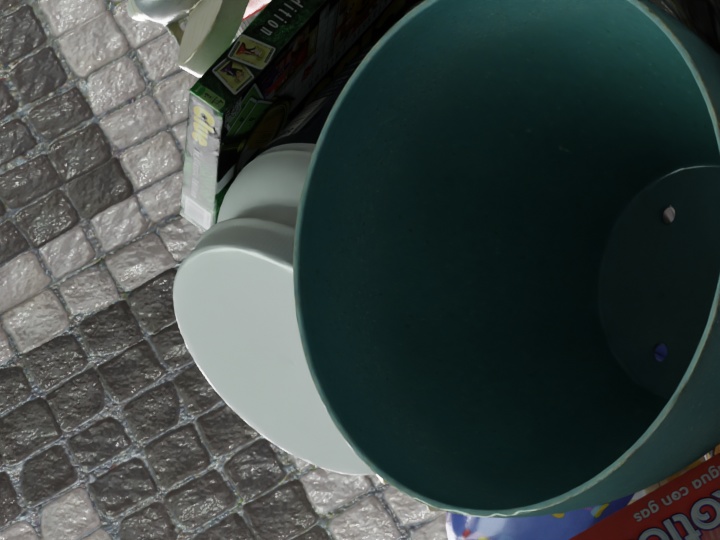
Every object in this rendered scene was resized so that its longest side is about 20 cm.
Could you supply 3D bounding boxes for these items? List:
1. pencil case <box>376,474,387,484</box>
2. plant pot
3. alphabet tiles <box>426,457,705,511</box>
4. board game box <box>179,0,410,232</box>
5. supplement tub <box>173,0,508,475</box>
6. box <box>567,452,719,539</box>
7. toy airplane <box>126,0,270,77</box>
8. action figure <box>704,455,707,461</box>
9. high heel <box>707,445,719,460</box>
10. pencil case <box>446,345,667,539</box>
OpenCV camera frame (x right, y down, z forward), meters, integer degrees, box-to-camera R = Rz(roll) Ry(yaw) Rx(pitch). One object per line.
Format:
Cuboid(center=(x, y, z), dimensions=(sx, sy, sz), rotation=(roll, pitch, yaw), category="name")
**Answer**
Cuboid(center=(0.000, 0.000, 1.364), dimensions=(0.201, 0.090, 0.083), rotation=(62, 146, 10), category="pencil case")
Cuboid(center=(0.093, -0.003, 1.107), dimensions=(0.134, 0.200, 0.200), rotation=(12, -141, -48), category="plant pot")
Cuboid(center=(0.089, 0.067, 1.456), dimensions=(0.006, 0.166, 0.201), rotation=(-62, -40, -47), category="alphabet tiles")
Cuboid(center=(-0.009, -0.112, 1.267), dimensions=(0.023, 0.200, 0.105), rotation=(35, 155, 10), category="board game box")
Cuboid(center=(0.027, -0.023, 1.255), dimensions=(0.140, 0.200, 0.141), rotation=(27, 144, 22), category="supplement tub")
Cuboid(center=(0.142, 0.132, 1.098), dimensions=(0.095, 0.199, 0.103), rotation=(59, 175, 25), category="box")
Cuboid(center=(-0.046, -0.194, 1.305), dimensions=(0.141, 0.200, 0.200), rotation=(18, -166, -4), category="toy airplane")
Cuboid(center=(0.137, 0.177, 1.376), dimensions=(0.149, 0.199, 0.134), rotation=(46, -155, -44), category="action figure")
Cuboid(center=(0.140, 0.118, 1.184), dimensions=(0.071, 0.200, 0.143), rotation=(-18, 108, 51), category="high heel")
Cuboid(center=(0.110, 0.077, 1.398), dimensions=(0.078, 0.087, 0.200), rotation=(43, 134, 14), category="pencil case")
